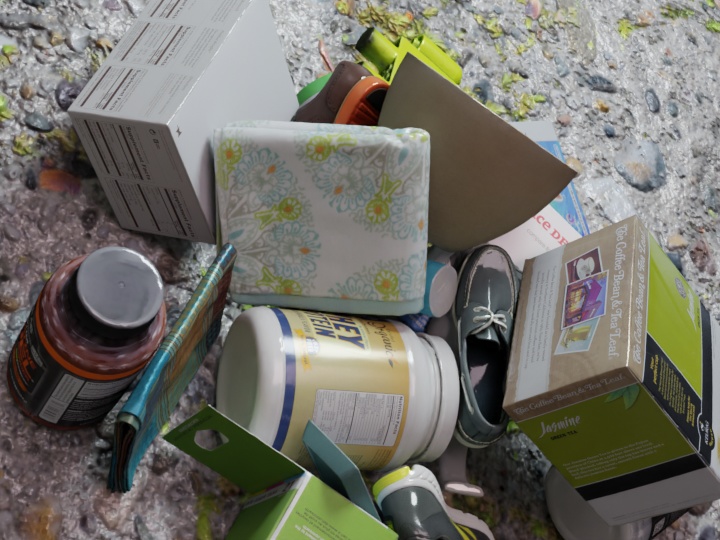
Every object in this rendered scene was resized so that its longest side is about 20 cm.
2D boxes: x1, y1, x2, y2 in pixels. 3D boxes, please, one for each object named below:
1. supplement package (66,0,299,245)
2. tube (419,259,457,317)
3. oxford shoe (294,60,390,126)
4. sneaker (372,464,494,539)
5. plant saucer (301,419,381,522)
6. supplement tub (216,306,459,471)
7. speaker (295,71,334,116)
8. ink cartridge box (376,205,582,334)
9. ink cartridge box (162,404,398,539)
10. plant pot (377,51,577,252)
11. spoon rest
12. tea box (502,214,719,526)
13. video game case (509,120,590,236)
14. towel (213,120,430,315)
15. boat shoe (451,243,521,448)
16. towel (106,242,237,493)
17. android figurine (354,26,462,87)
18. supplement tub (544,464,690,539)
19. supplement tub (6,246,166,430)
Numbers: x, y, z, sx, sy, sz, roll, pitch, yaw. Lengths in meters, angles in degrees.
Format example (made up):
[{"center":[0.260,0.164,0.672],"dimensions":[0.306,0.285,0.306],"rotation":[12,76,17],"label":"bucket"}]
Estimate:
[{"center":[-0.161,-0.154,1.205],"dimensions":[0.110,0.156,0.201],"rotation":[11,52,23],"label":"supplement package"},{"center":[0.000,0.000,1.250],"dimensions":[0.077,0.199,0.051],"rotation":[-43,134,-40],"label":"tube"},{"center":[-0.044,-0.120,1.288],"dimensions":[0.073,0.200,0.071],"rotation":[43,13,35],"label":"oxford shoe"},{"center":[0.072,0.262,1.175],"dimensions":[0.200,0.074,0.085],"rotation":[47,23,-40],"label":"sneaker"},{"center":[-0.007,0.209,1.128],"dimensions":[0.019,0.200,0.070],"rotation":[-39,52,-15],"label":"plant saucer"},{"center":[-0.022,0.113,1.179],"dimensions":[0.199,0.144,0.145],"rotation":[7,65,-24],"label":"supplement tub"},{"center":[0.002,-0.108,1.342],"dimensions":[0.088,0.088,0.201],"rotation":[-18,78,-35],"label":"speaker"},{"center":[0.136,0.018,1.317],"dimensions":[0.145,0.084,0.200],"rotation":[43,78,-5],"label":"ink cartridge box"},{"center":[-0.089,0.214,1.096],"dimensions":[0.200,0.148,0.076],"rotation":[36,62,-10],"label":"ink cartridge box"},{"center":[0.089,-0.098,1.215],"dimensions":[0.200,0.135,0.200],"rotation":[34,10,-7],"label":"plant pot"},{"center":[0.104,0.122,1.239],"dimensions":[0.099,0.061,0.201],"rotation":[14,71,-11],"label":"spoon rest"},{"center":[0.249,0.096,1.194],"dimensions":[0.197,0.133,0.201],"rotation":[49,37,-27],"label":"tea box"},{"center":[0.171,-0.072,1.449],"dimensions":[0.180,0.045,0.201],"rotation":[-7,72,-32],"label":"video game case"},{"center":[-0.037,-0.048,1.153],"dimensions":[0.198,0.172,0.048],"rotation":[4,24,8],"label":"towel"},{"center":[0.125,0.065,1.195],"dimensions":[0.072,0.062,0.201],"rotation":[11,71,-10],"label":"boat shoe"},{"center":[-0.164,0.088,1.117],"dimensions":[0.022,0.147,0.201],"rotation":[26,54,3],"label":"towel"},{"center":[0.072,-0.172,1.362],"dimensions":[0.200,0.041,0.183],"rotation":[38,42,-20],"label":"android figurine"},{"center":[0.300,0.213,1.343],"dimensions":[0.199,0.122,0.123],"rotation":[-24,81,-36],"label":"supplement tub"},{"center":[-0.226,0.054,1.056],"dimensions":[0.106,0.200,0.108],"rotation":[12,59,-22],"label":"supplement tub"}]
